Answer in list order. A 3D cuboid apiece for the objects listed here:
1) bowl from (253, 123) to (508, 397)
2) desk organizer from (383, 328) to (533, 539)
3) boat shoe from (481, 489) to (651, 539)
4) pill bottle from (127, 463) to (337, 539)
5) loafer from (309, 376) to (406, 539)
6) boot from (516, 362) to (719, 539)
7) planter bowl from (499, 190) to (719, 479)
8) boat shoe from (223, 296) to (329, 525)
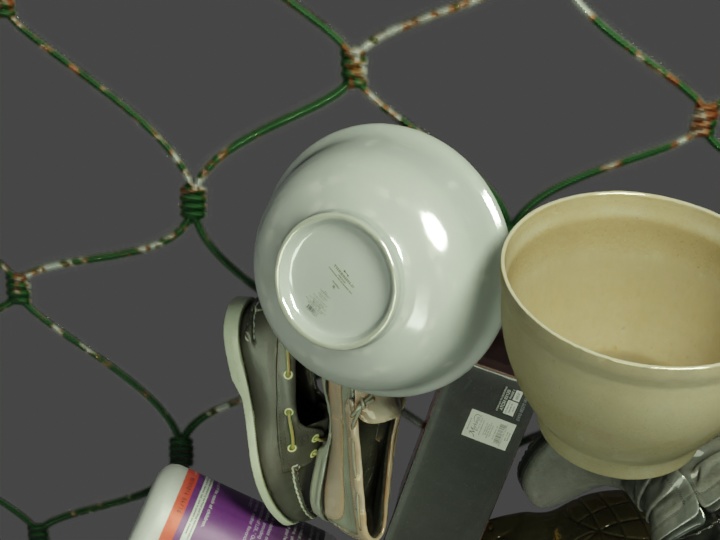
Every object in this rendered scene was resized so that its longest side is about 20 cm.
[{"bbox_3d":[0.000,0.000,1.386,0.199,0.090,0.203,4,101,24],"label":"bowl"},{"bbox_3d":[0.080,0.131,1.504,0.071,0.077,0.201,18,124,0],"label":"desk organizer"},{"bbox_3d":[0.179,0.223,1.551,0.198,0.073,0.068,-13,138,25],"label":"boat shoe"},{"bbox_3d":[-0.092,0.245,1.597,0.198,0.113,0.113,25,125,-3],"label":"pill bottle"},{"bbox_3d":[0.009,0.113,1.496,0.063,0.071,0.202,33,125,40],"label":"loafer"},{"bbox_3d":[0.204,0.158,1.451,0.069,0.133,0.200,20,134,-39],"label":"boot"},{"bbox_3d":[0.188,0.057,1.358,0.198,0.201,0.136,9,126,7],"label":"planter bowl"},{"bbox_3d":[-0.054,0.112,1.527,0.060,0.072,0.203,-3,119,20],"label":"boat shoe"}]
